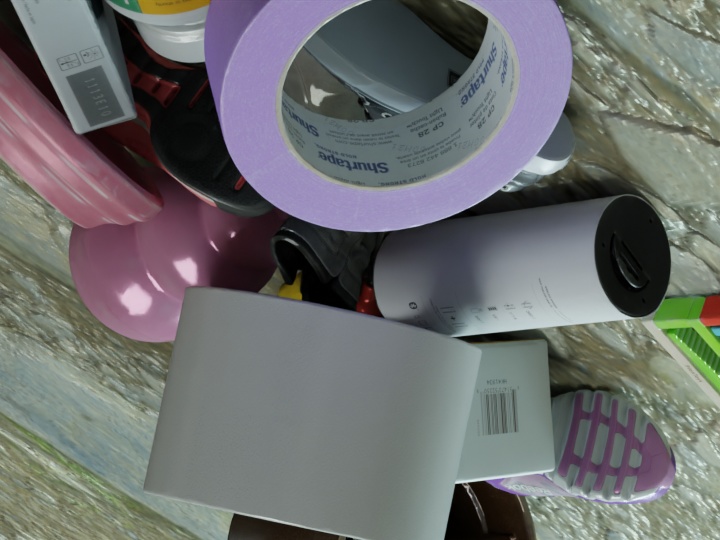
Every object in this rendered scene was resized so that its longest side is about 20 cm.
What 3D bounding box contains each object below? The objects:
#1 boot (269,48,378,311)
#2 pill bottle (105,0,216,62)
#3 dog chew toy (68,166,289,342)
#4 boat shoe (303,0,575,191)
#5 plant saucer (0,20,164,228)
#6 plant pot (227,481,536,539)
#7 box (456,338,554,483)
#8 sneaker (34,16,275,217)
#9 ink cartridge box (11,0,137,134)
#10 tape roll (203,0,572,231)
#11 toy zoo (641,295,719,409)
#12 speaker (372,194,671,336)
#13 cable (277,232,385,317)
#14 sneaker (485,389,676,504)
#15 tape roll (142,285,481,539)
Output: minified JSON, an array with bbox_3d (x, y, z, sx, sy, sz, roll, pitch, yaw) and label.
[{"bbox_3d":[-0.023,-0.066,1.620,0.067,0.131,0.200,6,149,28],"label":"boot"},{"bbox_3d":[-0.111,-0.209,1.448,0.112,0.113,0.200,13,152,19],"label":"pill bottle"},{"bbox_3d":[-0.111,-0.025,1.788,0.124,0.125,0.200,38,141,-28],"label":"dog chew toy"},{"bbox_3d":[0.034,-0.106,1.572,0.199,0.070,0.066,25,140,-21],"label":"boat shoe"},{"bbox_3d":[-0.212,-0.098,1.682,0.201,0.051,0.201,46,-178,-2],"label":"plant saucer"},{"bbox_3d":[0.005,0.230,2.094,0.200,0.201,0.198,39,157,-29],"label":"plant pot"},{"bbox_3d":[0.024,0.103,1.877,0.200,0.098,0.124,-6,177,43],"label":"box"},{"bbox_3d":[-0.119,-0.099,1.689,0.200,0.074,0.087,37,172,20],"label":"sneaker"},{"bbox_3d":[-0.188,-0.204,1.503,0.043,0.174,0.200,-17,146,2],"label":"ink cartridge box"},{"bbox_3d":[0.015,-0.118,1.452,0.199,0.066,0.201,-7,131,-8],"label":"tape roll"},{"bbox_3d":[0.301,0.058,1.718,0.200,0.021,0.131,-5,142,42],"label":"toy zoo"},{"bbox_3d":[0.104,0.000,1.699,0.200,0.081,0.081,-8,140,45],"label":"speaker"},{"bbox_3d":[0.000,0.000,1.811,0.097,0.050,0.200,21,155,-2],"label":"cable"},{"bbox_3d":[0.153,0.137,1.926,0.200,0.081,0.088,7,157,38],"label":"sneaker"},{"bbox_3d":[-0.031,0.097,1.690,0.202,0.140,0.203,12,175,1],"label":"tape roll"}]
